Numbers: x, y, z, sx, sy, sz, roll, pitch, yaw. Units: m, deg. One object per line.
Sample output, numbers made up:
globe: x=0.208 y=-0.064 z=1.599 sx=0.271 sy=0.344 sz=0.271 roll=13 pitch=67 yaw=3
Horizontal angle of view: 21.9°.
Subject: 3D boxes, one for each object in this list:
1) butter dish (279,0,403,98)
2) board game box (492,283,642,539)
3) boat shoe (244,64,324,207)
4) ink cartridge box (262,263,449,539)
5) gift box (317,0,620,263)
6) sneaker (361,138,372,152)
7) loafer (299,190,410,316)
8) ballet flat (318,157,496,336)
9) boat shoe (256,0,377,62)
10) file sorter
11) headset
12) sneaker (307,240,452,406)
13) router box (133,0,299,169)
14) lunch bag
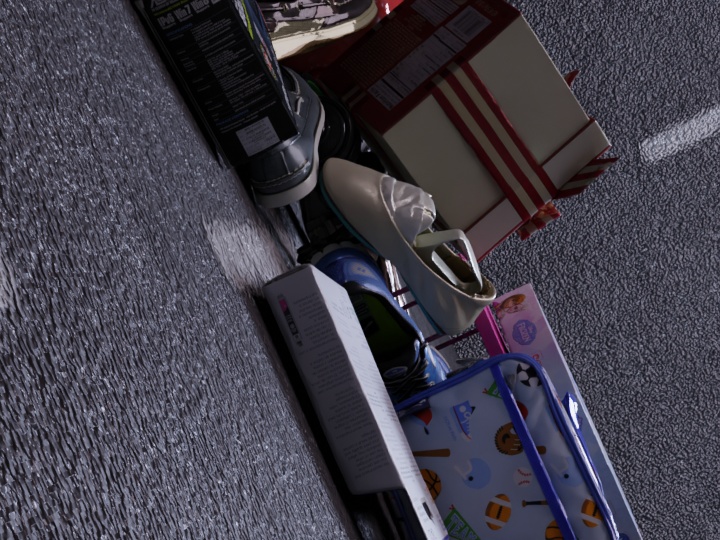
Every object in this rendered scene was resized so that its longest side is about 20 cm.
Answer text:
butter dish: x=-0.036 y=-0.219 z=1.714 sx=0.201 sy=0.197 sz=0.149 roll=76 pitch=9 yaw=-60
board game box: x=0.183 y=0.141 z=1.610 sx=0.200 sy=0.041 sz=0.201 roll=-104 pitch=169 yaw=-64
boat shoe: x=-0.070 y=-0.125 z=1.479 sx=0.201 sy=0.072 sz=0.062 roll=-99 pitch=168 yaw=-57
ink cartridge box: x=0.000 y=0.101 z=1.265 sx=0.196 sy=0.043 sz=0.202 roll=46 pitch=22 yaw=-82
gift box: x=0.107 y=-0.136 z=1.625 sx=0.187 sy=0.199 sz=0.185 roll=52 pitch=2 yaw=-33
sneaker: x=-0.003 y=-0.136 z=1.776 sx=0.200 sy=0.079 sz=0.075 roll=-35 pitch=113 yaw=-60
loafer: x=0.000 y=0.000 z=1.696 sx=0.063 sy=0.071 sz=0.201 roll=-91 pitch=160 yaw=-62
ballet flat: x=0.045 y=-0.028 z=1.478 sx=0.200 sy=0.069 sz=0.070 roll=48 pitch=13 yaw=-35
boat shoe: x=-0.056 y=-0.216 z=1.555 sx=0.200 sy=0.073 sz=0.066 roll=-33 pitch=113 yaw=-49
file sorter: x=0.077 y=0.108 z=1.611 sx=0.139 sy=0.124 sz=0.202 roll=37 pitch=29 yaw=-81
headset: x=-0.030 y=-0.081 z=1.573 sx=0.124 sy=0.093 sz=0.201 roll=52 pitch=11 yaw=-37
sneaker: x=0.022 y=0.076 z=1.470 sx=0.201 sy=0.078 sz=0.089 roll=55 pitch=5 yaw=-24
router box: x=-0.114 y=-0.191 z=1.356 sx=0.151 sy=0.062 sz=0.201 roll=61 pitch=6 yaw=-35
lunch bag: x=0.105 y=0.164 z=1.402 sx=0.076 sy=0.159 sz=0.202 roll=52 pitch=14 yaw=-73
